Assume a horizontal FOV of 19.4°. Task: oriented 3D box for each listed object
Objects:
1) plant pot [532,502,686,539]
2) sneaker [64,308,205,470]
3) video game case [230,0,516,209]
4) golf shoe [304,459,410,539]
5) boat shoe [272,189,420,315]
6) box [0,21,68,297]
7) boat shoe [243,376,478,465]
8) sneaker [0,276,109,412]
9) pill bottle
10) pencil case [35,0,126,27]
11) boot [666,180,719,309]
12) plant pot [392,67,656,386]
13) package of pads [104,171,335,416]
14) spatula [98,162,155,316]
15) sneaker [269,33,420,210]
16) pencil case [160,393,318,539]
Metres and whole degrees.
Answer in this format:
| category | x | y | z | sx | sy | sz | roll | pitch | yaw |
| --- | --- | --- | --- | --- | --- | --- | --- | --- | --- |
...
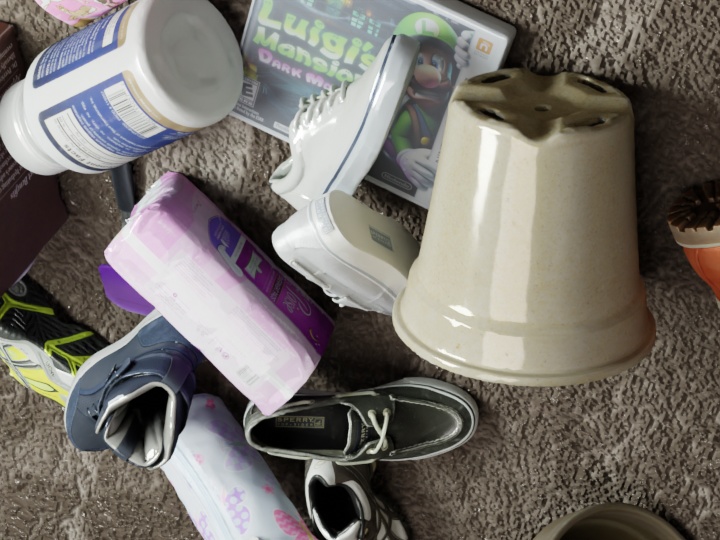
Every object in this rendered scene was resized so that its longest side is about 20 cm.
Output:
| category | x | y | z | sx | sy | sz | roll | pitch | yaw |
| --- | --- | --- | --- | --- | --- | --- | --- | --- | --- |
| plant pot | 0.178 | 0.310 | 1.787 | 0.200 | 0.200 | 0.173 | 47 | 147 | -12 |
| sneaker | -0.206 | 0.126 | 1.796 | 0.077 | 0.146 | 0.202 | 33 | 127 | -16 |
| video game case | 0.002 | -0.154 | 1.622 | 0.200 | 0.023 | 0.182 | 26 | 131 | 7 |
| golf shoe | -0.012 | 0.225 | 1.862 | 0.078 | 0.095 | 0.200 | -5 | 123 | 24 |
| boat shoe | 0.000 | 0.000 | 1.649 | 0.068 | 0.072 | 0.200 | -24 | 157 | 21 |
| box | -0.373 | -0.086 | 1.762 | 0.164 | 0.166 | 0.200 | 4 | 125 | 22 |
| boat shoe | 0.001 | 0.133 | 1.765 | 0.199 | 0.064 | 0.071 | -3 | 103 | -1 |
| sneaker | -0.310 | 0.063 | 1.904 | 0.200 | 0.075 | 0.076 | 42 | 131 | -5 |
| pill bottle | -0.196 | -0.141 | 1.666 | 0.200 | 0.111 | 0.111 | -19 | 114 | 42 |
| pencil case | -0.171 | -0.261 | 1.589 | 0.200 | 0.083 | 0.087 | -25 | 121 | 38 |
| boot | 0.333 | -0.014 | 1.534 | 0.200 | 0.075 | 0.107 | -3 | 126 | 38 |
| plant pot | 0.126 | -0.042 | 1.548 | 0.200 | 0.200 | 0.184 | 11 | 117 | 19 |
| package of pads | -0.115 | 0.016 | 1.736 | 0.076 | 0.121 | 0.200 | -42 | 99 | 18 |
| spatula | -0.203 | -0.037 | 1.811 | 0.056 | 0.021 | 0.200 | 13 | 128 | 18 |
| sneaker | -0.017 | -0.109 | 1.600 | 0.071 | 0.073 | 0.200 | 27 | 133 | -4 |
| pencil case | -0.114 | 0.204 | 1.846 | 0.200 | 0.091 | 0.083 | 55 | 127 | 27 |
